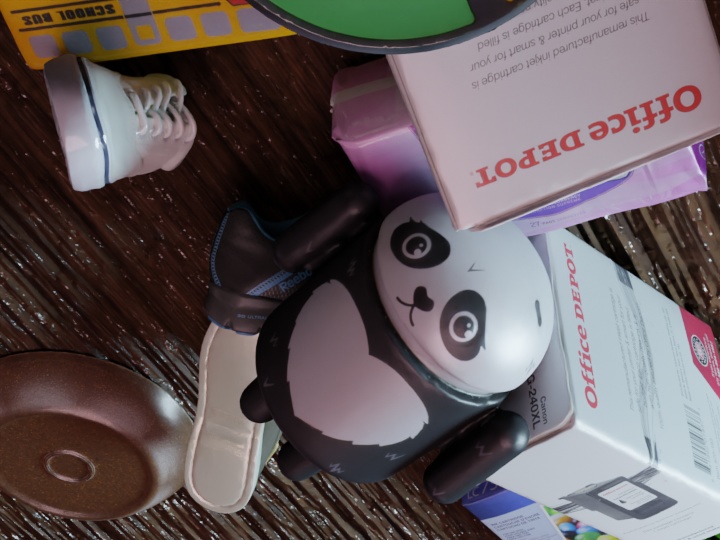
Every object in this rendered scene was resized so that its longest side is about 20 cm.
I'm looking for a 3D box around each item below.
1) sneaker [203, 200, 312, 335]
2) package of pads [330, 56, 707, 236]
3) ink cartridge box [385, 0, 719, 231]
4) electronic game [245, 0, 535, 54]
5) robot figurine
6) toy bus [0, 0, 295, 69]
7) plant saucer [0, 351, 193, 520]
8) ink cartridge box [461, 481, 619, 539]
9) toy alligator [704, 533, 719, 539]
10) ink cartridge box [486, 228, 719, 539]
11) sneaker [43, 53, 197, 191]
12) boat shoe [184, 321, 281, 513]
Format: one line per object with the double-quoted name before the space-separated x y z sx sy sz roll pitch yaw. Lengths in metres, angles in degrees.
"sneaker" 0.000 0.000 0.896 0.197 0.073 0.083 2 103 -16
"package of pads" 0.091 -0.082 0.801 0.198 0.076 0.121 -14 136 21
"ink cartridge box" 0.074 -0.142 0.656 0.145 0.086 0.202 -21 106 3
"electronic game" 0.013 -0.192 0.578 0.197 0.042 0.203 0 103 -1
"robot figurine" 0.018 0.043 0.792 0.150 0.126 0.200 33 127 -25
"toy bus" -0.094 -0.165 0.747 0.197 0.066 0.079 -6 135 12
"plant saucer" -0.227 0.143 1.100 0.198 0.037 0.202 4 137 4
"ink cartridge box" 0.164 0.186 1.094 0.119 0.042 0.200 -26 125 29
"toy alligator" 0.270 0.216 1.074 0.059 0.054 0.201 38 111 20
"ink cartridge box" 0.152 0.077 0.878 0.083 0.147 0.199 -30 138 34
"sneaker" -0.129 -0.087 0.771 0.070 0.200 0.074 -14 97 -2
"boat shoe" -0.078 0.077 0.991 0.071 0.060 0.204 21 117 5
